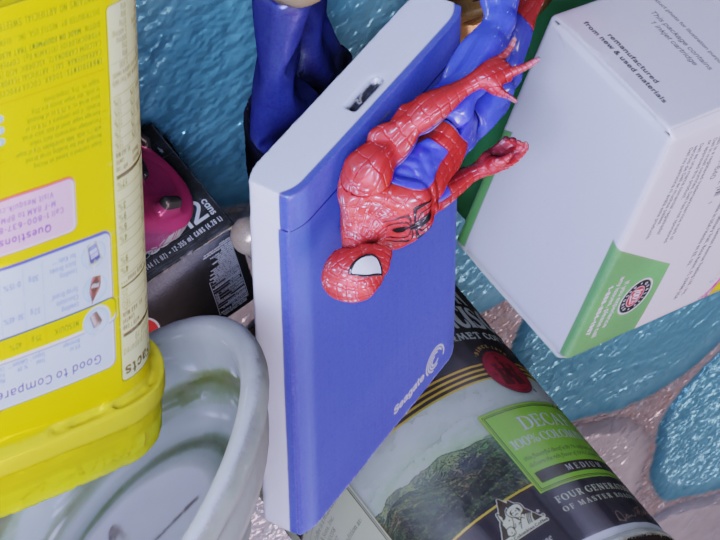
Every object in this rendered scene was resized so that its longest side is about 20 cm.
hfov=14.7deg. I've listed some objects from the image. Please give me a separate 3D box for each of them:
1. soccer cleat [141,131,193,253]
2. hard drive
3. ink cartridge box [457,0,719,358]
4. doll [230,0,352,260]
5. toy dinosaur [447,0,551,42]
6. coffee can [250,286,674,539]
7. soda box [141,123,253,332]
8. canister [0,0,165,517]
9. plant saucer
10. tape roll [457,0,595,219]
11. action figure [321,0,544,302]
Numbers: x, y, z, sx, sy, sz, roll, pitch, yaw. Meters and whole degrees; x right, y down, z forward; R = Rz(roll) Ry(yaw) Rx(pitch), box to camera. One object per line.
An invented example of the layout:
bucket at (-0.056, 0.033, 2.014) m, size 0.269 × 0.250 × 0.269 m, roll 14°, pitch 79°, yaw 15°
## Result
soccer cleat at (-0.158, -0.023, 1.087) m, size 0.199 × 0.070 × 0.086 m, roll 5°, pitch 132°, yaw -44°
hard drive at (0.000, 0.000, 1.167) m, size 0.132 × 0.025 × 0.201 m, roll -49°, pitch 152°, yaw -37°
ink cartridge box at (0.159, -0.063, 1.261) m, size 0.199 × 0.084 × 0.145 m, roll -22°, pitch 148°, yaw -36°
doll at (-0.025, -0.058, 1.156) m, size 0.201 × 0.048 × 0.137 m, roll 87°, pitch 17°, yaw -46°
toy dinosaur at (0.053, -0.111, 1.216) m, size 0.200 × 0.060 × 0.106 m, roll -44°, pitch 152°, yaw 8°
coffee can at (0.039, 0.108, 1.356) m, size 0.146 × 0.200 × 0.147 m, roll -29°, pitch 150°, yaw -19°
soda box at (-0.145, 0.029, 1.162) m, size 0.199 × 0.071 × 0.063 m, roll -34°, pitch 150°, yaw -12°
canister at (-0.143, -0.018, 0.981) m, size 0.148 × 0.086 × 0.201 m, roll -20°, pitch 127°, yaw -30°
plant saucer at (-0.094, 0.110, 1.067) m, size 0.050 × 0.200 × 0.200 m, roll 40°, pitch 101°, yaw -24°
tape roll at (0.127, -0.088, 1.334) m, size 0.200 × 0.048 × 0.201 m, roll -34°, pitch 153°, yaw -19°
action figure at (0.042, -0.064, 1.107) m, size 0.200 × 0.051 × 0.066 m, roll -53°, pitch 158°, yaw -25°
